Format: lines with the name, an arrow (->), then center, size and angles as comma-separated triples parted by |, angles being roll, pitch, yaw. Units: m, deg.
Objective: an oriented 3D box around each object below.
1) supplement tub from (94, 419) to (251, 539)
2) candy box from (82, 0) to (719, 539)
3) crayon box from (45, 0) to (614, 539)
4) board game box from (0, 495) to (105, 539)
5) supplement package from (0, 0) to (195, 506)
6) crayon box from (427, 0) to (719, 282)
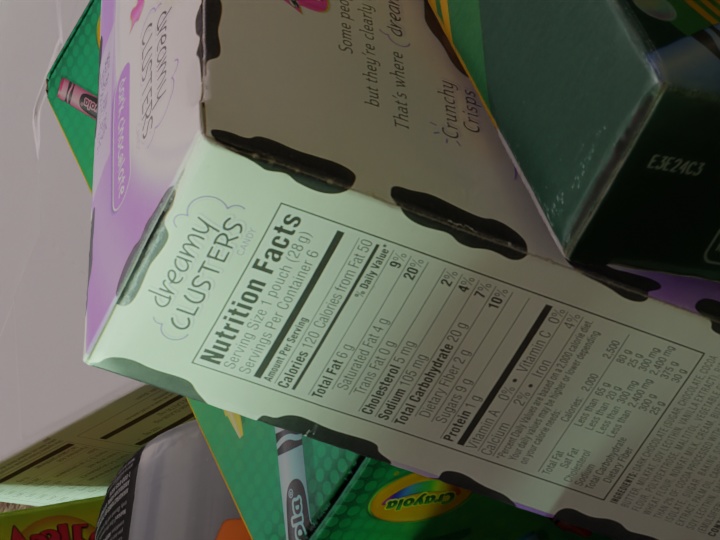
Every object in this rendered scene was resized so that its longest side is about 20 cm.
supplement tub -> -0.028, 0.152, 0.856 | 0.123, 0.122, 0.201 | 127, 154, -46
candy box -> 0.037, -0.024, 0.703 | 0.168, 0.199, 0.072 | -93, 28, -52
crayon box -> 0.000, 0.000, 0.822 | 0.058, 0.118, 0.200 | -55, 44, 30
board game box -> -0.102, 0.107, 1.004 | 0.102, 0.199, 0.048 | 154, 107, -66
supplement package -> -0.074, -0.027, 1.074 | 0.155, 0.110, 0.201 | -28, 60, 44
crayon box -> 0.073, -0.078, 0.687 | 0.052, 0.125, 0.200 | -61, 36, 31
